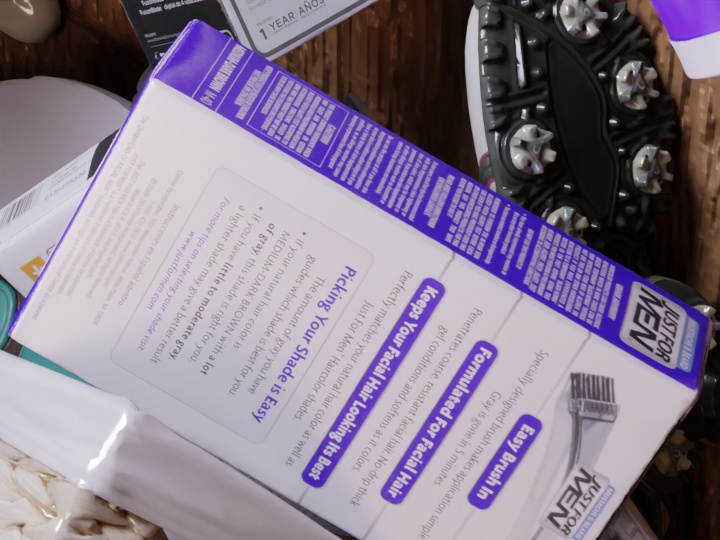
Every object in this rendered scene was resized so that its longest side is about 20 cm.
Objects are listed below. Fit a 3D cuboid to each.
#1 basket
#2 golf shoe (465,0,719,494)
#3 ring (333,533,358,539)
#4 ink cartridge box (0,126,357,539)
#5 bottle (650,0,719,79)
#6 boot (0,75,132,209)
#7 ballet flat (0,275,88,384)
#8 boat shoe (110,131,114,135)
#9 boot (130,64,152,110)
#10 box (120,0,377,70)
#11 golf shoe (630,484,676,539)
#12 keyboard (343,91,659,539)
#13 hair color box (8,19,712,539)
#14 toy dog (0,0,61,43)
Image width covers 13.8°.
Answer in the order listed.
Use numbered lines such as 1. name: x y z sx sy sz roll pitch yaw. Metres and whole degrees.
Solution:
1. basket: -0.108 0.106 1.011 0.136 0.123 0.200 35 170 -33
2. golf shoe: 0.066 -0.015 1.032 0.088 0.077 0.200 10 124 53
3. ring: -0.018 0.194 1.090 0.200 0.019 0.201 2 97 14
4. ink cartridge box: -0.031 0.029 1.053 0.095 0.037 0.200 -32 115 25
5. bottle: 0.083 -0.157 0.907 0.084 0.065 0.200 -8 110 51
6. boot: -0.133 -0.042 1.242 0.200 0.096 0.074 5 91 37
7. ballet flat: -0.129 0.032 1.283 0.200 0.073 0.073 24 133 47
8. boat shoe: -0.048 0.034 1.127 0.068 0.072 0.200 -16 111 7
9. boot: 0.000 0.000 1.139 0.132 0.070 0.200 6 133 46
10. box: -0.052 -0.177 1.014 0.060 0.117 0.200 -5 114 54
11. golf shoe: 0.080 0.166 1.125 0.078 0.095 0.200 2 125 15
12. keyboard: 0.046 0.026 1.051 0.200 0.011 0.056 56 168 16
13. hair color box: 0.001 0.019 0.967 0.200 0.065 0.109 31 116 -2
14. toy dog: -0.241 -0.144 1.190 0.194 0.200 0.140 42 142 20
